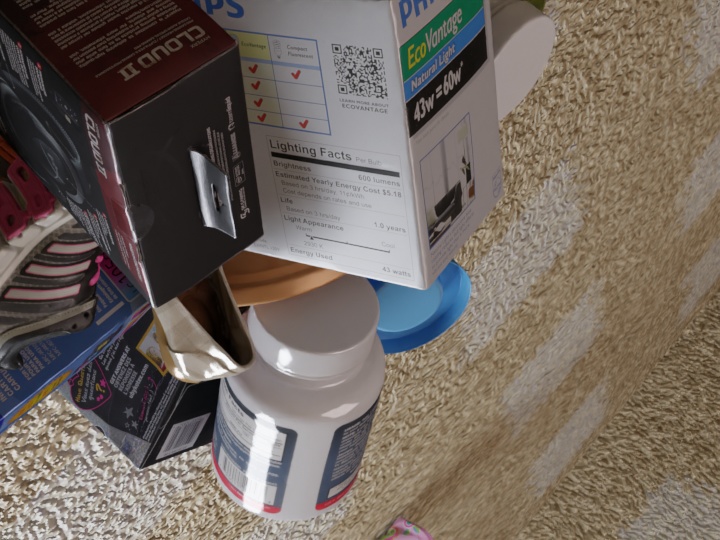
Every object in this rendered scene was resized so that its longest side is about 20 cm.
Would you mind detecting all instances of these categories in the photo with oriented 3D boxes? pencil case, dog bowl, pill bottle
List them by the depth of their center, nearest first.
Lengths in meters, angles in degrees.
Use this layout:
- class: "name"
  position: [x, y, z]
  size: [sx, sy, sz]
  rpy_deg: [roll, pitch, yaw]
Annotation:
- class: "pill bottle"
  position: [0.032, -0.190, 0.956]
  size: [0.112, 0.200, 0.112]
  rpy_deg: [-42, 155, -25]
- class: "pill bottle"
  position: [-0.045, 0.086, 1.016]
  size: [0.120, 0.120, 0.200]
  rpy_deg: [-36, 154, -35]
- class: "dog bowl"
  position: [0.000, 0.000, 1.101]
  size: [0.200, 0.050, 0.111]
  rpy_deg: [24, 120, -40]
- class: "pencil case"
  position: [0.027, 0.461, 2.060]
  size: [0.200, 0.087, 0.087]
  rpy_deg: [-44, 156, -22]

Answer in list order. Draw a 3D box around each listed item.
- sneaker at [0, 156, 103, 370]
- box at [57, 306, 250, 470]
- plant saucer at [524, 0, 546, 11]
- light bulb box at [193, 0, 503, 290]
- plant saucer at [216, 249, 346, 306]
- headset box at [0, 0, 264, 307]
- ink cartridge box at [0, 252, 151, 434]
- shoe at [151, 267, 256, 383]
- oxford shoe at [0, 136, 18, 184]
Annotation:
- class: "sneaker"
  position: [-0.176, -0.015, 0.805]
  size: [0.200, 0.074, 0.087]
  rpy_deg: [-43, 134, 6]
- class: "box"
  position: [-0.131, 0.060, 1.124]
  size: [0.200, 0.115, 0.132]
  rpy_deg: [-13, 138, -56]
- class: "plant saucer"
  position: [0.088, -0.279, 0.988]
  size: [0.031, 0.200, 0.200]
  rpy_deg: [-17, 152, -1]
- class: "light bulb box"
  position: [-0.026, -0.117, 0.870]
  size: [0.125, 0.198, 0.200]
  rpy_deg: [-49, 142, -44]
- class: "plant saucer"
  position: [-0.076, -0.044, 0.990]
  size: [0.200, 0.200, 0.038]
  rpy_deg: [-36, 130, -35]
- class: "headset box"
  position: [-0.128, -0.089, 0.678]
  size: [0.077, 0.200, 0.149]
  rpy_deg: [-36, 152, -20]
- class: "ink cartridge box"
  position: [-0.234, 0.055, 0.910]
  size: [0.200, 0.076, 0.136]
  rpy_deg: [-40, -179, -25]
- class: "shoe"
  position: [-0.118, -0.020, 0.862]
  size: [0.070, 0.053, 0.200]
  rpy_deg: [-35, 115, -37]
- class: "oxford shoe"
  position: [-0.174, -0.066, 0.917]
  size: [0.200, 0.071, 0.073]
  rpy_deg: [-22, 148, -51]
